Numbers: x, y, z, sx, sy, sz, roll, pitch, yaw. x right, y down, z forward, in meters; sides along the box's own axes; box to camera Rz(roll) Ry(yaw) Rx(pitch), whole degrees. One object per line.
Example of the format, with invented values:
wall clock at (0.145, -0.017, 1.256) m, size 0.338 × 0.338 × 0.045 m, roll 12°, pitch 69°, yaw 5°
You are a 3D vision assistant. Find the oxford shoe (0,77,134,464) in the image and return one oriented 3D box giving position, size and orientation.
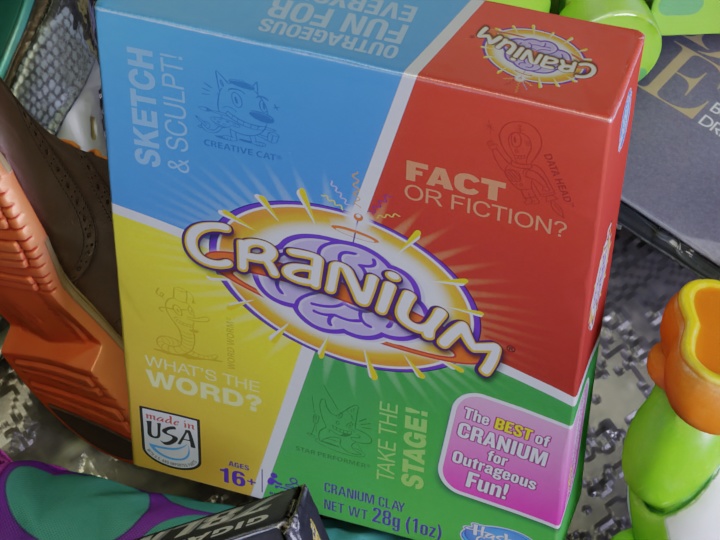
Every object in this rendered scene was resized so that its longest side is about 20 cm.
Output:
oxford shoe at (-0.107, -0.021, 0.758) m, size 0.071 × 0.201 × 0.073 m, roll 15°, pitch 57°, yaw 35°

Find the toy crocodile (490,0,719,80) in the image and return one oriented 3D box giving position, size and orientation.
toy crocodile at (0.118, -0.108, 0.770) m, size 0.198 × 0.062 × 0.068 m, roll -7°, pitch 50°, yaw -12°

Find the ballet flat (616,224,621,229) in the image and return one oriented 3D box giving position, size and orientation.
ballet flat at (0.167, -0.017, 0.810) m, size 0.199 × 0.072 × 0.072 m, roll 23°, pitch 78°, yaw 7°

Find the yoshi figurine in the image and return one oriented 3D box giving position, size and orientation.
yoshi figurine at (0.111, 0.108, 0.713) m, size 0.112 × 0.201 × 0.112 m, roll 33°, pitch 37°, yaw 20°

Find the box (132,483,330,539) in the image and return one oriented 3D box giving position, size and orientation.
box at (-0.077, 0.194, 0.715) m, size 0.199 × 0.050 × 0.200 m, roll -18°, pitch 100°, yaw 8°

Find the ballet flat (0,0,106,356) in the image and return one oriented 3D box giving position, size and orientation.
ballet flat at (-0.132, -0.029, 0.818) m, size 0.072 × 0.072 × 0.201 m, roll 23°, pitch 78°, yaw 6°

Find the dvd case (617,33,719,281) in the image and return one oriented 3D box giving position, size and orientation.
dvd case at (0.177, -0.056, 0.789) m, size 0.148 × 0.016 × 0.200 m, roll 34°, pitch 54°, yaw 17°

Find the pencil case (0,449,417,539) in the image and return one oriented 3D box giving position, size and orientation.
pencil case at (-0.038, 0.115, 0.765) m, size 0.198 × 0.085 × 0.093 m, roll 6°, pitch 61°, yaw 3°

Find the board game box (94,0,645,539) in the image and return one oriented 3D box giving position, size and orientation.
board game box at (0.000, 0.000, 0.679) m, size 0.152 × 0.201 × 0.040 m, roll 13°, pitch 46°, yaw 12°
